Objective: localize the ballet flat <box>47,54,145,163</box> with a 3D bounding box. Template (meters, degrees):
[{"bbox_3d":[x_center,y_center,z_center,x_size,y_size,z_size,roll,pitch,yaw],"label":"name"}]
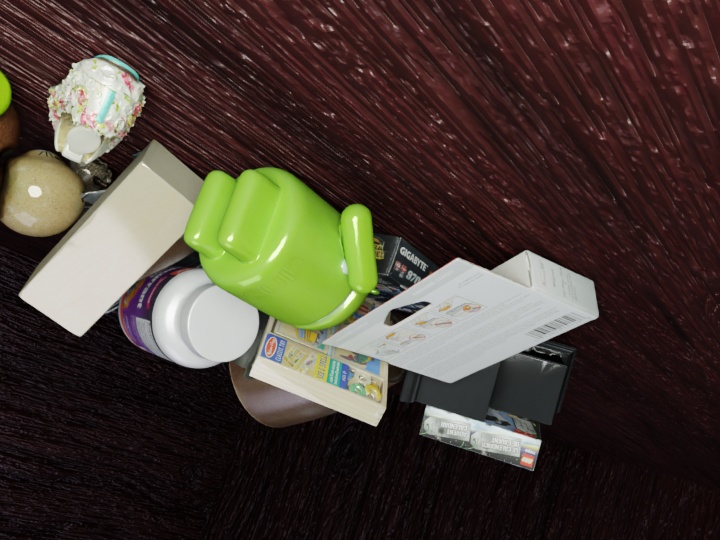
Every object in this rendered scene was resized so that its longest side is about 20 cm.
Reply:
[{"bbox_3d":[-0.234,-0.126,0.599,0.075,0.064,0.200,24,168,-22],"label":"ballet flat"}]

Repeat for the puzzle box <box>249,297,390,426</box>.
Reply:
[{"bbox_3d":[-0.034,0.070,0.739,0.132,0.026,0.200,22,-155,-8],"label":"puzzle box"}]

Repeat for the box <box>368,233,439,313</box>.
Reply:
[{"bbox_3d":[0.000,0.000,0.826,0.199,0.046,0.159,10,165,38],"label":"box"}]

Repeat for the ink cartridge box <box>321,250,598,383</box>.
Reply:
[{"bbox_3d":[0.087,0.040,0.661,0.173,0.044,0.200,22,143,-30],"label":"ink cartridge box"}]

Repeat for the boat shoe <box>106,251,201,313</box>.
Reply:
[{"bbox_3d":[-0.282,0.013,0.965,0.073,0.199,0.068,-1,120,39],"label":"boat shoe"}]

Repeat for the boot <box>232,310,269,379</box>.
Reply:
[{"bbox_3d":[-0.172,0.031,0.915,0.200,0.139,0.077,36,-173,36],"label":"boot"}]

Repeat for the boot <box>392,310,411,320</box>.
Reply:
[{"bbox_3d":[0.078,0.075,1.015,0.186,0.065,0.200,5,156,45],"label":"boot"}]

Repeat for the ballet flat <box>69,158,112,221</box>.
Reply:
[{"bbox_3d":[-0.342,-0.105,0.893,0.046,0.068,0.200,-9,175,-22],"label":"ballet flat"}]

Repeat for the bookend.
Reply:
[{"bbox_3d":[0.165,0.124,0.864,0.197,0.093,0.200,16,-175,11],"label":"bookend"}]

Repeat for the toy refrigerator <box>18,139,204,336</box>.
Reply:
[{"bbox_3d":[-0.246,-0.031,0.711,0.076,0.200,0.070,40,-160,-23],"label":"toy refrigerator"}]

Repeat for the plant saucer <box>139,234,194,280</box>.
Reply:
[{"bbox_3d":[-0.274,-0.019,0.878,0.200,0.200,0.032,2,120,53],"label":"plant saucer"}]

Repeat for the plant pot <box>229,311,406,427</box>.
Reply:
[{"bbox_3d":[-0.041,0.111,0.943,0.199,0.188,0.187,-12,150,37],"label":"plant pot"}]

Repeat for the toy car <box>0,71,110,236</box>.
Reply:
[{"bbox_3d":[-0.339,-0.100,0.724,0.199,0.159,0.164,13,164,-40],"label":"toy car"}]

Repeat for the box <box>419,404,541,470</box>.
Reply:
[{"bbox_3d":[0.157,0.189,0.896,0.136,0.040,0.200,15,-176,13],"label":"box"}]

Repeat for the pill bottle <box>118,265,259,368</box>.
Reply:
[{"bbox_3d":[-0.199,0.052,0.815,0.111,0.112,0.199,27,166,-33],"label":"pill bottle"}]

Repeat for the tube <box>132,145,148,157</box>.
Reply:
[{"bbox_3d":[-0.166,-0.056,0.768,0.200,0.050,0.077,50,151,-22],"label":"tube"}]

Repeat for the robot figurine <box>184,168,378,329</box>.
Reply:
[{"bbox_3d":[-0.066,-0.016,0.650,0.175,0.116,0.200,3,159,37],"label":"robot figurine"}]
